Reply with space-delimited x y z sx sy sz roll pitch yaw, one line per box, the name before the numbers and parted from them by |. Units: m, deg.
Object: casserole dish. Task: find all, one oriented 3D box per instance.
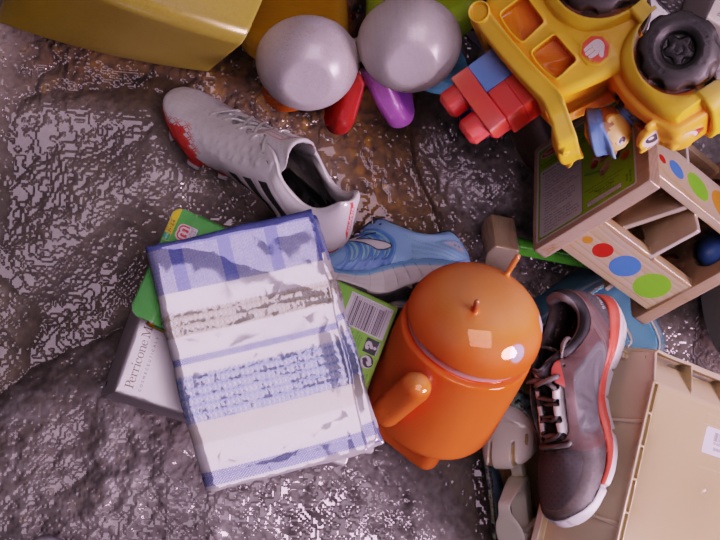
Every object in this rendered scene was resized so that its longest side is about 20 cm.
casserole dish | 0.196 0.076 1.252 0.200 0.039 0.121 -33 96 -16

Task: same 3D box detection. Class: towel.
towel | -0.075 0.062 1.070 0.147 0.024 0.200 -14 85 -17

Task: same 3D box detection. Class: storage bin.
storage bin | 0.266 0.185 1.201 0.200 0.094 0.199 21 79 -35

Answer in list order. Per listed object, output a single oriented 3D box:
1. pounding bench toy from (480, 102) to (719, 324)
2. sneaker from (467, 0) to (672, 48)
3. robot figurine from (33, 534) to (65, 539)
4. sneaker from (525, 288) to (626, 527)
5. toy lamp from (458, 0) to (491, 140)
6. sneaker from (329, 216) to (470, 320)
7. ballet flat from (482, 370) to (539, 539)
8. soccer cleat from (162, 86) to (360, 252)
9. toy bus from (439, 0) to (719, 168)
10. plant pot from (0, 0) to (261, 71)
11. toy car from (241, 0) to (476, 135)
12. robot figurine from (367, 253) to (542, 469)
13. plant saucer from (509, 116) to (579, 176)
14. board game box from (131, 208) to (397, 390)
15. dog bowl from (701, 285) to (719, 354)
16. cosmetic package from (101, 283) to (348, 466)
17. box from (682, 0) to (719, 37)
pounding bench toy | 0.224 -0.036 1.211 0.156 0.200 0.124 33 42 -28
sneaker | 0.194 -0.233 1.230 0.199 0.081 0.115 24 55 21
robot figurine | -0.240 0.295 1.072 0.200 0.113 0.170 14 68 -15
sneaker | 0.162 0.108 1.134 0.082 0.077 0.200 22 68 -38
toy lamp | 0.116 -0.201 1.183 0.058 0.200 0.058 4 42 -4
sneaker | 0.000 0.000 1.192 0.200 0.078 0.090 0 48 -5
ballet flat | 0.136 0.177 1.192 0.074 0.074 0.200 -14 98 -16
soccer cleat | -0.081 -0.095 1.139 0.200 0.085 0.069 43 51 10
toy bus | 0.168 -0.149 1.069 0.192 0.136 0.200 -39 77 4
plant pot | -0.160 -0.265 1.093 0.176 0.200 0.200 26 80 -16
toy car | 0.005 -0.185 1.158 0.200 0.175 0.150 -9 130 7
robot figurine | 0.076 0.076 1.124 0.144 0.200 0.117 3 44 -23
plant saucer | 0.232 -0.157 1.282 0.200 0.032 0.200 1 86 -17
board game box | -0.076 0.033 1.098 0.200 0.030 0.096 26 74 -15
dog bowl | 0.384 -0.006 1.227 0.079 0.200 0.200 7 84 -13
cosmetic package | -0.100 0.085 1.142 0.200 0.085 0.108 19 78 -15
box | 0.407 -0.219 1.316 0.200 0.068 0.082 25 80 -13
